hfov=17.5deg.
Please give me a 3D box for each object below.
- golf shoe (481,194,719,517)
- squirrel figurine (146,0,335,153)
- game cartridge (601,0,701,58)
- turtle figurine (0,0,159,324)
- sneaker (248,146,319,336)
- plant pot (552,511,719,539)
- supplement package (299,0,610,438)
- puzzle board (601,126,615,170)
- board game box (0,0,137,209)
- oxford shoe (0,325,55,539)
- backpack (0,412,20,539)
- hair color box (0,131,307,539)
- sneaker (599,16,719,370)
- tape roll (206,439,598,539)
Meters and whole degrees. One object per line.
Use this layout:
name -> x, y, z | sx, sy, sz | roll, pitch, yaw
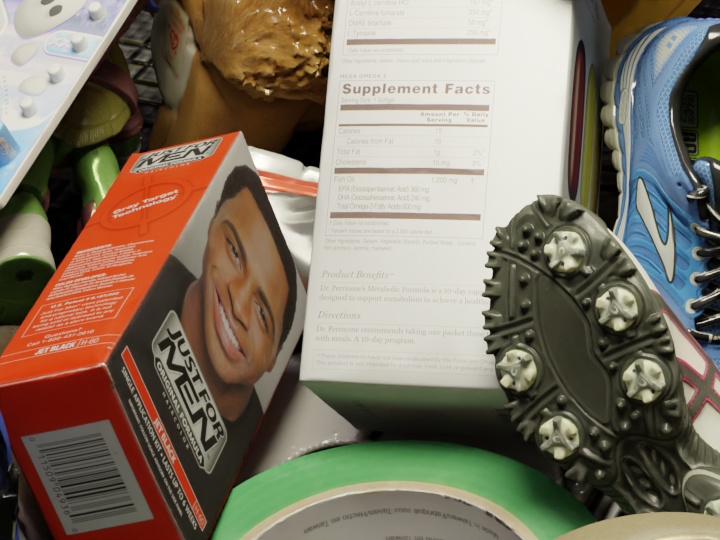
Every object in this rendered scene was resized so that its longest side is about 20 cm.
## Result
golf shoe -> 0.118, 0.060, 0.942 | 0.077, 0.201, 0.088 | -32, -5, 28
squirrel figurine -> -0.005, -0.126, 1.209 | 0.185, 0.143, 0.200 | -6, -3, -26
game cartridge -> 0.140, -0.155, 1.199 | 0.176, 0.032, 0.200 | -46, 16, 15
turtle figurine -> -0.173, -0.045, 1.181 | 0.199, 0.144, 0.195 | -21, 54, 10
sneaker -> 0.000, 0.000, 1.136 | 0.198, 0.077, 0.083 | 12, 73, 16
plant pot -> 0.107, 0.159, 0.783 | 0.198, 0.135, 0.202 | 1, 54, -1
supplement package -> 0.046, -0.035, 1.037 | 0.109, 0.114, 0.202 | 2, 77, 14
puzzle board -> 0.168, -0.090, 1.170 | 0.150, 0.018, 0.199 | -35, 21, -35
board game box -> -0.208, -0.127, 1.145 | 0.199, 0.026, 0.201 | 12, 60, 32
oxford shoe -> -0.139, 0.082, 1.038 | 0.084, 0.073, 0.200 | -13, 37, -8
backpack -> -0.216, 0.118, 0.905 | 0.166, 0.201, 0.163 | -11, 33, -18
hair color box -> -0.086, 0.032, 1.011 | 0.061, 0.102, 0.200 | -12, 27, 20
sneaker -> 0.149, -0.014, 1.014 | 0.078, 0.202, 0.089 | -3, -4, -19
tape roll -> 0.009, 0.152, 0.934 | 0.199, 0.048, 0.201 | -6, 37, 4
